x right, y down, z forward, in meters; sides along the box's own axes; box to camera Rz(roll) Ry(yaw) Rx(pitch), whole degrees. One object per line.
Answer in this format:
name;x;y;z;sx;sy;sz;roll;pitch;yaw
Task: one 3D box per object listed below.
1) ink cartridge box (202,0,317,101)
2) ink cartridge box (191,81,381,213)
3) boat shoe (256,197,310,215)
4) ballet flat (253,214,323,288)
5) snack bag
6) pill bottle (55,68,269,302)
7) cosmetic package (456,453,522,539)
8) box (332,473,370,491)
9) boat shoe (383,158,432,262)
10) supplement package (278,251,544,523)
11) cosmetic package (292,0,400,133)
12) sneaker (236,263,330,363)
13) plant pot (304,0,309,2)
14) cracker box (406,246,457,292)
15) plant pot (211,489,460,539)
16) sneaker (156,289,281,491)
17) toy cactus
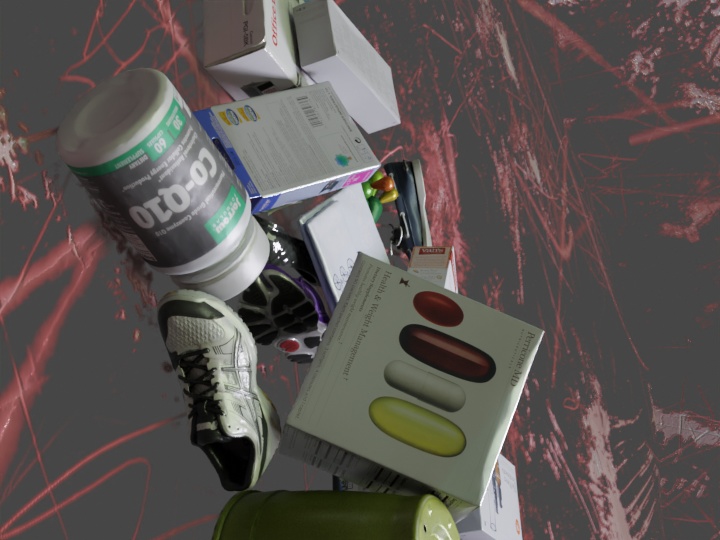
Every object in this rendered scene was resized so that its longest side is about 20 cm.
ink cartridge box;-0.102;-0.255;1.353;0.200;0.082;0.148;44;36;-55
ink cartridge box;-0.086;-0.132;1.239;0.199;0.042;0.120;-19;71;-40
boat shoe;-0.079;-0.104;1.305;0.202;0.086;0.075;-9;84;-69
ballet flat;-0.083;-0.012;1.301;0.057;0.066;0.200;-63;150;-3
snack bag;0.000;0.000;1.353;0.190;0.021;0.200;68;24;-10
pill bottle;-0.167;-0.069;1.016;0.114;0.113;0.200;-85;151;-43
cosmetic package;0.191;0.347;1.757;0.200;0.051;0.152;44;40;-55
box;0.024;0.287;1.277;0.035;0.109;0.201;48;34;-51
boat shoe;0.071;-0.063;1.699;0.075;0.061;0.201;-57;140;-84
supplement package;0.047;0.122;1.157;0.147;0.199;0.192;109;4;-70
cosmetic package;-0.015;-0.242;1.382;0.200;0.050;0.083;36;40;-62
sneaker;-0.084;0.038;1.247;0.200;0.080;0.084;55;12;-63
plant pot;-0.055;-0.430;1.447;0.200;0.187;0.201;-15;90;-70
cracker box;0.085;0.077;1.427;0.200;0.057;0.135;-73;159;-55
plant pot;-0.008;0.290;1.074;0.200;0.192;0.202;-14;90;-70
sneaker;-0.129;0.112;1.046;0.088;0.075;0.201;-70;140;-57
toy cactus;0.008;-0.068;1.525;0.200;0.102;0.166;-76;156;-67
